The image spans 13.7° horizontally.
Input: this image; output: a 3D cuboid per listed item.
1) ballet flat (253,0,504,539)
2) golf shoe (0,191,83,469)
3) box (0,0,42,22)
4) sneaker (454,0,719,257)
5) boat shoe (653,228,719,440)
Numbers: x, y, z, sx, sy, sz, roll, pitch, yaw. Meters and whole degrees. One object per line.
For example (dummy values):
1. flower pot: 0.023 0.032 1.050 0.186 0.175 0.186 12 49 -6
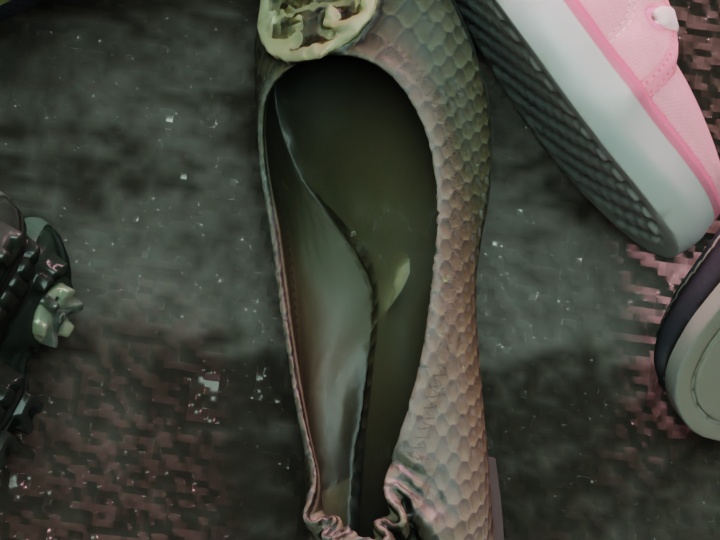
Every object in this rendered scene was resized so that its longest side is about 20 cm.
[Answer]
1. ballet flat: 0.000 0.000 0.787 0.067 0.046 0.201 -12 78 35
2. golf shoe: -0.151 0.061 0.766 0.088 0.077 0.200 22 73 21
3. box: -0.143 -0.153 0.769 0.157 0.051 0.200 -29 81 -14
4. sneaker: 0.063 -0.109 0.812 0.105 0.075 0.200 -32 78 -6
5. boat shoe: 0.148 -0.035 0.823 0.200 0.073 0.063 -44 41 -8
